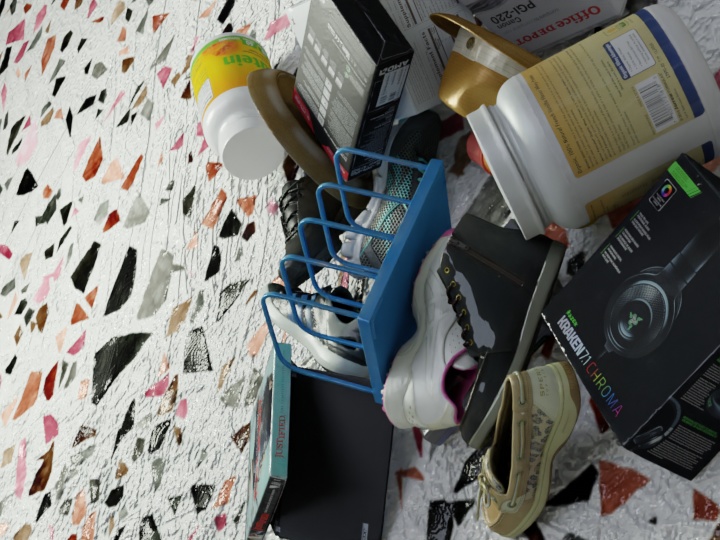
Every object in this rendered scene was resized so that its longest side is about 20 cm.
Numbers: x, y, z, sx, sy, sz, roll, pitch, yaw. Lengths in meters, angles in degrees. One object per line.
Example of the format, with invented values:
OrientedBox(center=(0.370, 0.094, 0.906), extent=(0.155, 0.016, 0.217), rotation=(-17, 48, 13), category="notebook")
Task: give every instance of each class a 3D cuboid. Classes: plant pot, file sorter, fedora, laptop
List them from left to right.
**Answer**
OrientedBox(center=(-0.049, -0.156, 1.638), extent=(0.027, 0.199, 0.201), rotation=(-39, 40, 17), category="plant pot")
OrientedBox(center=(-0.037, 0.188, 1.518), extent=(0.200, 0.102, 0.180), rotation=(-162, 78, -80), category="laptop")
OrientedBox(center=(0.000, 0.000, 1.427), extent=(0.121, 0.140, 0.201), rotation=(13, 56, 19), category="file sorter")
OrientedBox(center=(0.136, -0.177, 1.411), extent=(0.083, 0.199, 0.200), rotation=(-61, 34, 7), category="fedora")

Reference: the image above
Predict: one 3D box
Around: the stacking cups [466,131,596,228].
OrientedBox(center=(0.171, -0.100, 1.439), extent=(0.061, 0.060, 0.200), rotation=(-59, 29, 6), category="stacking cups")

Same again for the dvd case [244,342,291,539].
OrientedBox(center=(-0.097, 0.184, 1.507), extent=(0.201, 0.022, 0.148), rotation=(110, 163, -59), category="dvd case")

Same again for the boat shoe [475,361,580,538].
OrientedBox(center=(0.131, 0.155, 1.252), extent=(0.074, 0.062, 0.202), rotation=(-110, 26, -47), category="boat shoe")

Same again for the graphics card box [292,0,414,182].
OrientedBox(center=(-0.012, -0.201, 1.496), extent=(0.126, 0.050, 0.201), rotation=(57, 157, 23), category="graphics card box")

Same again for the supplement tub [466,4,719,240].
OrientedBox(center=(0.205, -0.126, 1.264), extent=(0.198, 0.145, 0.145), rotation=(-26, 43, 6), category="supplement tub")

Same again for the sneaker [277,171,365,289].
OrientedBox(center=(-0.061, -0.053, 1.619), extent=(0.076, 0.091, 0.201), rotation=(-38, 13, 30), category="sneaker")

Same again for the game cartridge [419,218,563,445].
OrientedBox(center=(0.115, 0.062, 1.421), extent=(0.200, 0.038, 0.130), rotation=(-49, 40, 21), category="game cartridge")

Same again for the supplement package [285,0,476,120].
OrientedBox(center=(0.029, -0.249, 1.571), extent=(0.110, 0.157, 0.199), rotation=(-28, 11, -22), category="supplement package")

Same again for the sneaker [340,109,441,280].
OrientedBox(center=(0.057, -0.076, 1.572), extent=(0.091, 0.077, 0.202), rotation=(18, 87, 39), category="sneaker")

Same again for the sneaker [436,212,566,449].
OrientedBox(center=(0.106, 0.054, 1.317), extent=(0.105, 0.075, 0.202), rotation=(20, 81, 11), category="sneaker")

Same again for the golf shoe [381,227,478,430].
OrientedBox(center=(0.089, 0.059, 1.382), extent=(0.091, 0.075, 0.203), rotation=(7, 76, 40), category="golf shoe")

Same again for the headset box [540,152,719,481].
OrientedBox(center=(0.270, 0.031, 1.178), extent=(0.200, 0.092, 0.175), rotation=(-50, 37, 20), category="headset box")

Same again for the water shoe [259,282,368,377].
OrientedBox(center=(-0.038, 0.049, 1.605), extent=(0.200, 0.071, 0.080), rotation=(38, 104, 46), category="water shoe")

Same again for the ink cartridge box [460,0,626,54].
OrientedBox(center=(0.158, -0.320, 1.451), extent=(0.145, 0.199, 0.086), rotation=(-18, 45, 46), category="ink cartridge box")

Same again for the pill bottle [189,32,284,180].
OrientedBox(center=(-0.156, -0.212, 1.895), extent=(0.111, 0.110, 0.201), rotation=(-46, 38, 24), category="pill bottle")
